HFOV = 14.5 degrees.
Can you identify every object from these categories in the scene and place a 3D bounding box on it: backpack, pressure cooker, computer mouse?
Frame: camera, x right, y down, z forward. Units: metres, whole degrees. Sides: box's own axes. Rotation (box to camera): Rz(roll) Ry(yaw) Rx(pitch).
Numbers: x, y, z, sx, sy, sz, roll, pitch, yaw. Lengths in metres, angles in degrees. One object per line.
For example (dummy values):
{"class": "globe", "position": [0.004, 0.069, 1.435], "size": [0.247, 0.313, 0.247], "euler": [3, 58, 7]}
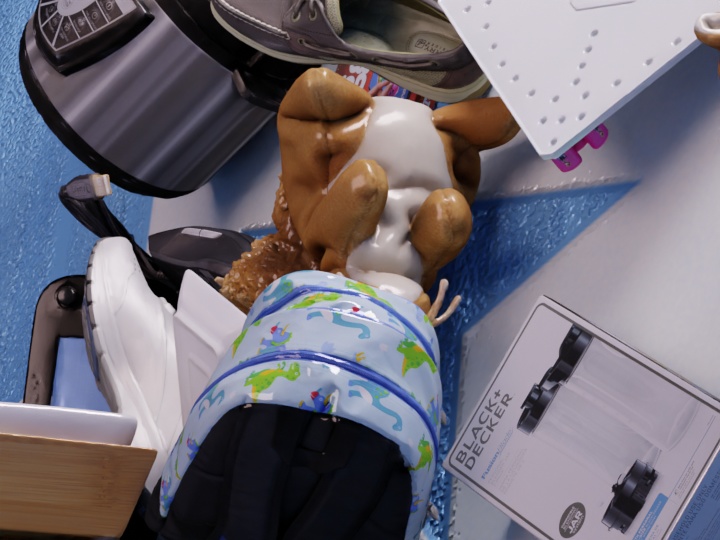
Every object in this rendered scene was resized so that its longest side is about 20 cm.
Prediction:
{"class": "backpack", "position": [-0.027, 0.094, 1.578], "size": [0.200, 0.163, 0.154], "euler": [100, -169, -70]}
{"class": "pressure cooker", "position": [-0.117, -0.172, 1.951], "size": [0.200, 0.176, 0.179], "euler": [-42, 5, 27]}
{"class": "computer mouse", "position": [-0.118, -0.023, 1.883], "size": [0.046, 0.140, 0.200], "euler": [-52, 29, -17]}

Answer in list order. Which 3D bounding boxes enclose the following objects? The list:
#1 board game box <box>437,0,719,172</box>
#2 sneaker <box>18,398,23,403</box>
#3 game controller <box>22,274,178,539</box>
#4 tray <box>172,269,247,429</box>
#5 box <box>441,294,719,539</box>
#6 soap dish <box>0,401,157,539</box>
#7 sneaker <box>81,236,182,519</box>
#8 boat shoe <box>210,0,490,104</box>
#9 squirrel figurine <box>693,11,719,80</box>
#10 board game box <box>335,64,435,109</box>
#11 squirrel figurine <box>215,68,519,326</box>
{"class": "board game box", "position": [0.158, -0.170, 1.661], "size": [0.200, 0.026, 0.200], "euler": [-38, 37, 8]}
{"class": "sneaker", "position": [-0.204, 0.116, 1.974], "size": [0.200, 0.075, 0.100], "euler": [-51, 58, 12]}
{"class": "game controller", "position": [-0.177, 0.101, 1.898], "size": [0.104, 0.042, 0.201], "euler": [0, 75, 19]}
{"class": "tray", "position": [-0.086, 0.109, 1.733], "size": [0.107, 0.022, 0.201], "euler": [35, 134, 57]}
{"class": "box", "position": [0.137, 0.103, 1.501], "size": [0.117, 0.060, 0.200], "euler": [-60, 32, 3]}
{"class": "soap dish", "position": [-0.223, 0.132, 1.757], "size": [0.200, 0.157, 0.081], "euler": [148, 127, -72]}
{"class": "sneaker", "position": [-0.132, 0.067, 1.854], "size": [0.075, 0.087, 0.200], "euler": [100, 154, -66]}
{"class": "boat shoe", "position": [-0.008, -0.166, 1.803], "size": [0.200, 0.066, 0.072], "euler": [20, 71, 19]}
{"class": "squirrel figurine", "position": [0.267, -0.153, 1.474], "size": [0.187, 0.141, 0.200], "euler": [-44, 21, 43]}
{"class": "board game box", "position": [0.032, -0.170, 1.883], "size": [0.103, 0.019, 0.200], "euler": [-1, 66, 54]}
{"class": "squirrel figurine", "position": [0.000, 0.000, 1.717], "size": [0.200, 0.141, 0.187], "euler": [-36, 49, 57]}
